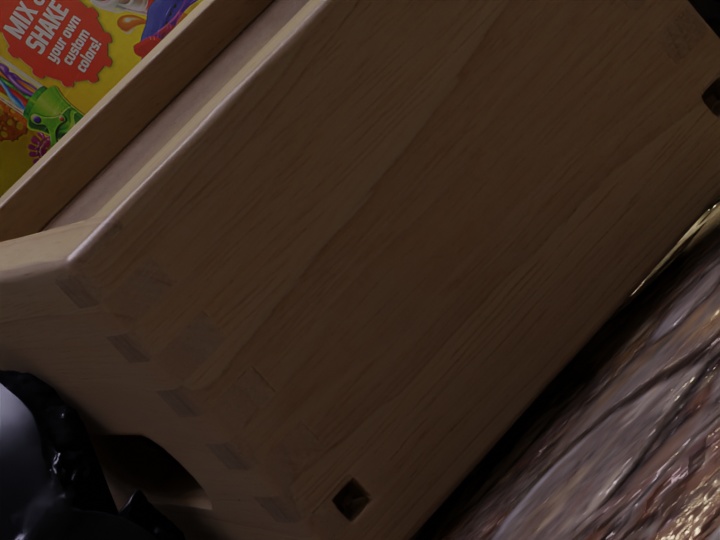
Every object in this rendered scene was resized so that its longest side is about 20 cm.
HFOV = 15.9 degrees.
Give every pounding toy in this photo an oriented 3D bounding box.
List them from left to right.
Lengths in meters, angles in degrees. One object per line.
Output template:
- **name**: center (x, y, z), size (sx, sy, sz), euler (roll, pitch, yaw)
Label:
- **pounding toy**: center (0.004, -0.008, 0.677), size (0.184, 0.142, 0.200), euler (-46, 14, -19)

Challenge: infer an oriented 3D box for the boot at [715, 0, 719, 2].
- **boot**: center (0.133, -0.164, 0.915), size (0.200, 0.073, 0.150), euler (-51, -24, 17)

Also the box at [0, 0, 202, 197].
- **box**: center (-0.100, -0.072, 0.882), size (0.122, 0.192, 0.200), euler (-45, 16, 43)

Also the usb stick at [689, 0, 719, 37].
- **usb stick**: center (0.073, -0.045, 0.979), size (0.055, 0.033, 0.200), euler (-53, 7, -35)

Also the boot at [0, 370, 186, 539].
- **boot**: center (-0.144, 0.085, 0.624), size (0.168, 0.200, 0.076), euler (-48, -14, -20)
